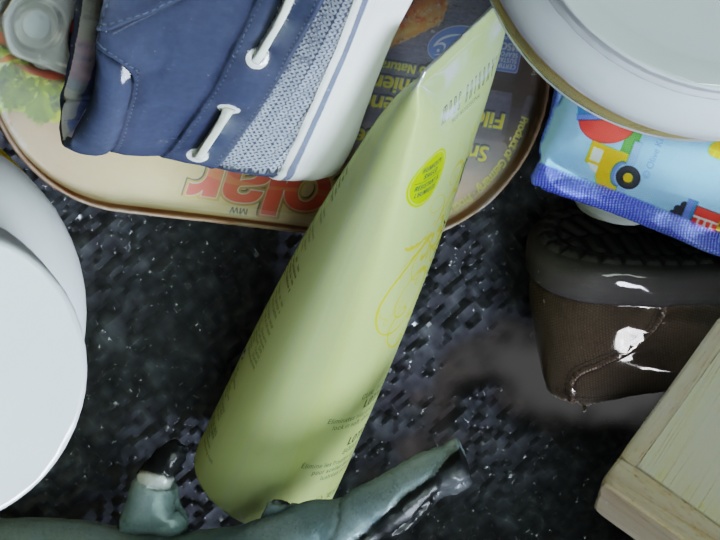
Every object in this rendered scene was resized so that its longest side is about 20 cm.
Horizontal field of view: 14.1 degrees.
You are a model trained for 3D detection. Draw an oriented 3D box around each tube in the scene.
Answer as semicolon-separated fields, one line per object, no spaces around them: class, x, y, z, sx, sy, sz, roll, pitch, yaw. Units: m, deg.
tube;0.000;0.000;0.955;0.052;0.058;0.201;7;127;-25

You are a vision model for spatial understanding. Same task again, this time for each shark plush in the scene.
shark plush;-0.063;0.097;0.960;0.199;0.091;0.084;-20;88;24

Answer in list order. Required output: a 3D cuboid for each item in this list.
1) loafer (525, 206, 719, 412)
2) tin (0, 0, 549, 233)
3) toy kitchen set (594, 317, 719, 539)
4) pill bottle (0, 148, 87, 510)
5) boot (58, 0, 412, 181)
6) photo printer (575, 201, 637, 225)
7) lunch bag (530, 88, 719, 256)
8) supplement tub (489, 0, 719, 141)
loafer;0.148;0.019;1.058;0.199;0.073;0.071;4;114;-17
tin;-0.033;-0.071;0.975;0.199;0.042;0.113;7;98;-22
toy kitchen set;0.193;0.083;0.984;0.180;0.200;0.163;35;75;11
pill bottle;-0.146;0.004;0.863;0.112;0.200;0.113;-5;107;-19
boot;-0.031;-0.103;0.873;0.090;0.073;0.201;2;134;-18
photo printer;0.142;-0.129;1.006;0.165;0.069;0.201;-13;109;-17
lunch bag;0.153;-0.074;0.951;0.199;0.094;0.151;19;97;-11
supplement tub;0.101;-0.109;0.813;0.144;0.200;0.146;0;92;2
